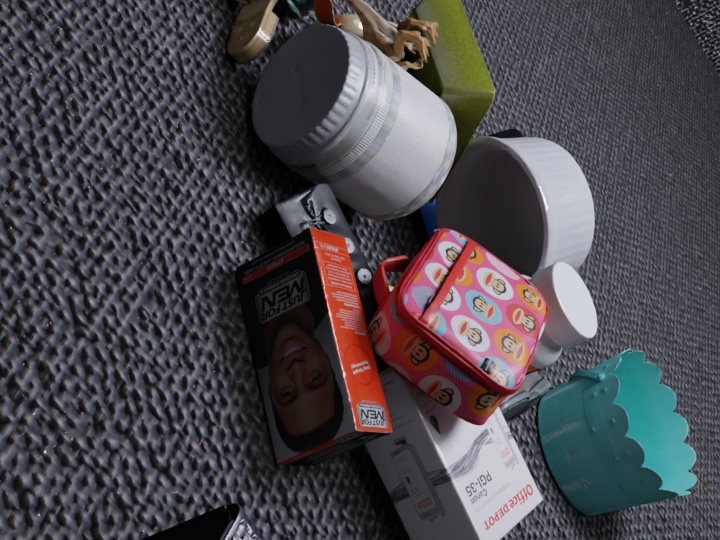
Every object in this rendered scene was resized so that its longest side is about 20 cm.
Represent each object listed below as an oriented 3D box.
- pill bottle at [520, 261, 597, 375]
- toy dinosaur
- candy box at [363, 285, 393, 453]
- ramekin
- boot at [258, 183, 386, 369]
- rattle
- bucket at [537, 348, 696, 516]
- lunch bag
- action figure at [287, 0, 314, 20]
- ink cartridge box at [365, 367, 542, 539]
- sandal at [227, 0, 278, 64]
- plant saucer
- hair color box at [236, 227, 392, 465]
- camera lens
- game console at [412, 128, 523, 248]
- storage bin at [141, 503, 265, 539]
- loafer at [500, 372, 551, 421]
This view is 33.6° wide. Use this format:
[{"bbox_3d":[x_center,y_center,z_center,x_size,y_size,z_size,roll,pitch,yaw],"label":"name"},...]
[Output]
[{"bbox_3d":[0.160,0.071,1.352,0.109,0.199,0.110,36,40,-37],"label":"pill bottle"},{"bbox_3d":[0.025,-0.259,1.313,0.200,0.105,0.061,52,44,-57],"label":"toy dinosaur"},{"bbox_3d":[0.027,0.105,1.293,0.102,0.026,0.202,21,51,-48],"label":"candy box"},{"bbox_3d":[0.189,-0.066,1.441,0.097,0.200,0.202,-13,76,-35],"label":"ramekin"},{"bbox_3d":[0.000,0.000,1.266,0.164,0.066,0.201,-20,72,-54],"label":"boot"},{"bbox_3d":[-0.023,-0.239,1.406,0.200,0.129,0.144,-14,119,-79],"label":"rattle"},{"bbox_3d":[0.336,0.218,1.575,0.207,0.134,0.209,36,40,-39],"label":"bucket"},{"bbox_3d":[0.091,0.045,1.194,0.176,0.082,0.200,37,33,0],"label":"lunch bag"},{"bbox_3d":[-0.050,-0.345,1.394,0.054,0.200,0.119,21,74,-7],"label":"action figure"},{"bbox_3d":[0.088,0.183,1.221,0.146,0.082,0.201,-21,84,-55],"label":"ink cartridge box"},{"bbox_3d":[-0.125,-0.332,1.347,0.070,0.077,0.213,42,42,-36],"label":"sandal"},{"bbox_3d":[0.078,-0.221,1.461,0.047,0.200,0.201,1,54,-24],"label":"plant saucer"},{"bbox_3d":[-0.046,0.073,1.133,0.061,0.101,0.202,14,55,-53],"label":"hair color box"},{"bbox_3d":[-0.002,-0.159,1.320,0.199,0.159,0.161,30,44,-43],"label":"camera lens"},{"bbox_3d":[0.153,-0.095,1.561,0.116,0.174,0.202,62,12,-70],"label":"game console"},{"bbox_3d":[-0.135,0.269,0.811,0.094,0.135,0.200,55,31,-15],"label":"storage bin"},{"bbox_3d":[0.173,0.150,1.461,0.063,0.072,0.200,49,20,15],"label":"loafer"}]
